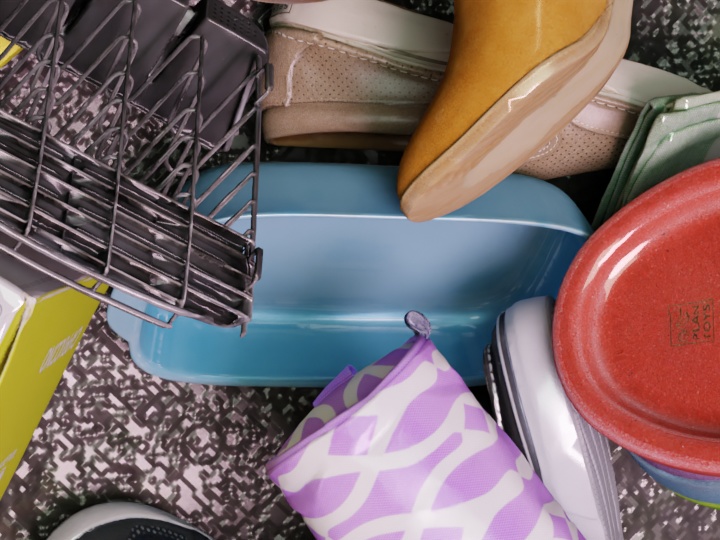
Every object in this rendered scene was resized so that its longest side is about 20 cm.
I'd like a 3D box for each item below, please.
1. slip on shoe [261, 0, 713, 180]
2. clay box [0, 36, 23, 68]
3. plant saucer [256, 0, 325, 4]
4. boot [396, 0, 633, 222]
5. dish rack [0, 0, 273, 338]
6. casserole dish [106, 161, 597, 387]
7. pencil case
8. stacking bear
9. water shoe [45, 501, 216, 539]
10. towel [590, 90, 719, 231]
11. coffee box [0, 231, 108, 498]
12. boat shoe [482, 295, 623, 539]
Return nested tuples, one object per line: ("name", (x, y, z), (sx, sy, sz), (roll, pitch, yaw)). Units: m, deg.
("slip on shoe", (0.057, -0.058, 0.956), (0.199, 0.076, 0.061), (15, 81, -13))
("clay box", (-0.139, -0.151, 0.908), (0.200, 0.048, 0.115), (-42, 107, -9))
("plant saucer", (-0.031, -0.200, 0.903), (0.200, 0.032, 0.201), (5, 81, -32))
("boot", (0.044, -0.132, 0.880), (0.144, 0.071, 0.201), (44, 96, 15))
("dish rack", (-0.099, -0.052, 0.807), (0.153, 0.200, 0.055), (27, 121, -20))
("casserole dish", (0.000, 0.000, 0.941), (0.199, 0.121, 0.039), (1, 56, -16))
("pencil case", (0.048, 0.118, 0.897), (0.084, 0.085, 0.200), (-37, 91, -9))
("stacking bear", (0.162, 0.048, 0.955), (0.113, 0.200, 0.122), (-9, 68, 25))
("water shoe", (-0.044, 0.169, 0.958), (0.072, 0.079, 0.200), (-46, 106, -6))
("towel", (0.188, -0.020, 0.979), (0.199, 0.023, 0.153), (-3, 141, -18))
("coffee box", (-0.218, 0.042, 0.794), (0.197, 0.200, 0.200), (29, 94, 1))
("boat shoe", (0.067, 0.105, 0.964), (0.071, 0.072, 0.200), (-7, 116, 12))
